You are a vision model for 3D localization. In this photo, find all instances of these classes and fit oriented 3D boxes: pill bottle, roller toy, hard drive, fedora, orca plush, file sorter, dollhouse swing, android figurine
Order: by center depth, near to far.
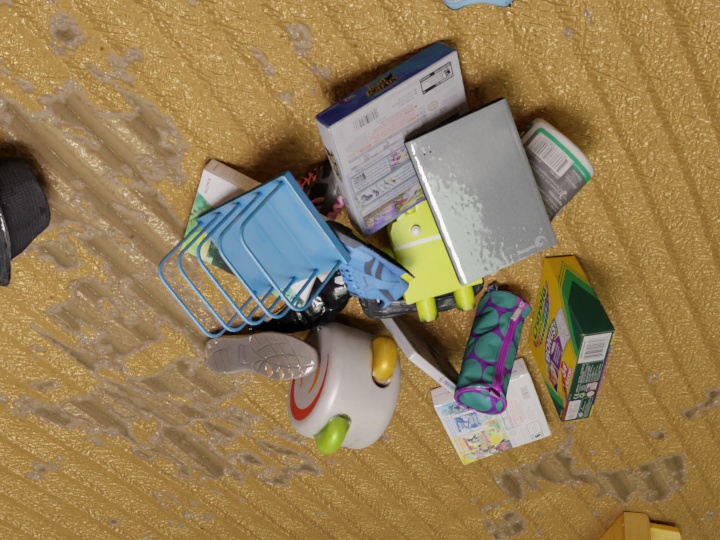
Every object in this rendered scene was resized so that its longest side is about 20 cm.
[{"bbox_3d":[-0.141,-0.009,1.088,0.198,0.123,0.139,-19,116,44],"label":"file sorter"},{"bbox_3d":[0.155,-0.099,1.096,0.138,0.033,0.202,-23,104,1],"label":"hard drive"},{"bbox_3d":[-0.456,-0.080,1.096,0.091,0.200,0.203,-25,141,-33],"label":"fedora"},{"bbox_3d":[0.216,-0.099,1.176,0.200,0.113,0.113,-48,125,8],"label":"pill bottle"},{"bbox_3d":[0.110,-0.027,1.261,0.179,0.041,0.203,-14,111,-3],"label":"android figurine"},{"bbox_3d":[-0.083,0.063,1.324,0.197,0.072,0.106,-20,132,7],"label":"orca plush"},{"bbox_3d":[-0.021,0.184,1.368,0.138,0.182,0.203,19,91,-23],"label":"roller toy"},{"bbox_3d":[0.627,0.675,1.941,0.174,0.183,0.202,23,126,-3],"label":"dollhouse swing"}]

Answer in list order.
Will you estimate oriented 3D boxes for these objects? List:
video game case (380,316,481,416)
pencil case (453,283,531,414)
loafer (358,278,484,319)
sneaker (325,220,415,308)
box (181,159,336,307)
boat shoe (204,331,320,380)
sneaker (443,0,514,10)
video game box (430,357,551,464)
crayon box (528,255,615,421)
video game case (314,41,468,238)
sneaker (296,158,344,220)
[{"bbox_3d":[0.114,0.146,1.385,0.018,0.143,0.200,-45,126,6],"label":"video game case"},{"bbox_3d":[0.210,0.125,1.348,0.084,0.202,0.092,32,146,-16],"label":"pencil case"},{"bbox_3d":[0.094,0.028,1.324,0.197,0.069,0.071,-12,147,5],"label":"loafer"},{"bbox_3d":[0.000,0.000,1.158,0.079,0.066,0.200,-49,142,5],"label":"sneaker"},{"bbox_3d":[-0.143,-0.048,1.189,0.198,0.036,0.145,27,126,2],"label":"box"},{"bbox_3d":[-0.149,0.128,1.346,0.197,0.073,0.076,4,95,21],"label":"boat shoe"},{"bbox_3d":[0.181,-0.363,1.012,0.197,0.079,0.090,-12,151,5],"label":"sneaker"},{"bbox_3d":[0.243,0.264,1.579,0.180,0.047,0.201,-22,131,6],"label":"video game box"},{"bbox_3d":[0.332,0.109,1.371,0.057,0.174,0.202,-7,132,-8],"label":"crayon box"},{"bbox_3d":[0.053,-0.168,1.114,0.198,0.045,0.183,-33,133,-14],"label":"video game case"},{"bbox_3d":[-0.074,-0.100,1.190,0.094,0.079,0.201,24,122,-10],"label":"sneaker"}]
